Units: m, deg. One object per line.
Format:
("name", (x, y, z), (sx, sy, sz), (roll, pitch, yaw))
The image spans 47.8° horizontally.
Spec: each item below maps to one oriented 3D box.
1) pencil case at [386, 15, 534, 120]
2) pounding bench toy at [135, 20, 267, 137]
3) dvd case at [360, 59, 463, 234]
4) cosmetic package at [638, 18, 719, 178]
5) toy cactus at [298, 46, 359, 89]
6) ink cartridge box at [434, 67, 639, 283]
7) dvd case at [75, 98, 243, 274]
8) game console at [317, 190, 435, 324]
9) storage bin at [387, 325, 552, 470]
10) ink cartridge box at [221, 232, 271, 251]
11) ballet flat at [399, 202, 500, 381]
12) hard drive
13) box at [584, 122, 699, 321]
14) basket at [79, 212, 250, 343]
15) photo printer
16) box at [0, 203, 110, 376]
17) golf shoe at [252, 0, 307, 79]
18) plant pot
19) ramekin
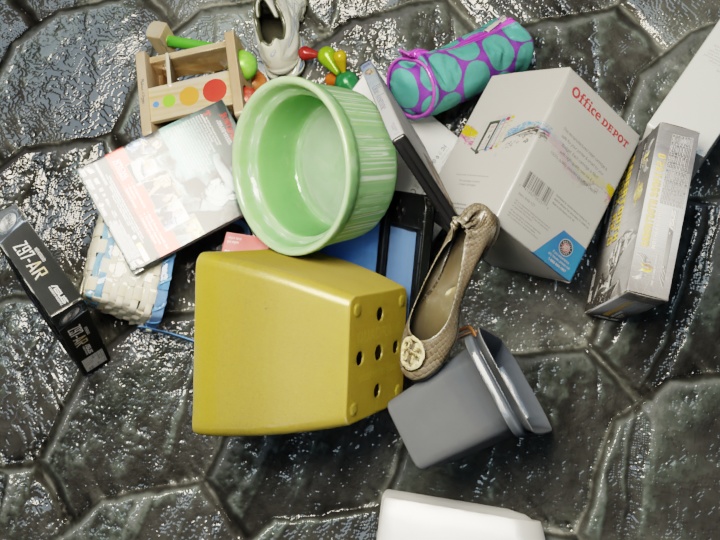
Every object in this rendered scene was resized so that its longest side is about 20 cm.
("pencil case", (0.129, -0.262, 1.040), (0.200, 0.093, 0.085), (-30, 44, -32))
("pounding bench toy", (-0.211, -0.266, 1.124), (0.155, 0.124, 0.201), (-12, 74, 7))
("dvd case", (0.057, -0.144, 0.925), (0.018, 0.143, 0.200), (-31, 36, 11))
("cosmetic package", (0.430, -0.215, 1.003), (0.081, 0.113, 0.200), (33, 85, 16))
("toy cactus", (-0.018, -0.218, 1.102), (0.164, 0.102, 0.201), (-1, 67, 0))
("ink cartridge box", (0.202, -0.115, 0.973), (0.145, 0.147, 0.200), (15, 74, 58))
("dvd case", (-0.224, -0.105, 1.002), (0.200, 0.022, 0.146), (-30, 90, -12))
("game console", (0.000, 0.000, 0.994), (0.116, 0.176, 0.201), (2, 98, -19))
("storage bin", (0.117, 0.150, 0.928), (0.134, 0.200, 0.146), (-30, 72, 11))
("ink cartridge box", (-0.143, 0.066, 1.027), (0.067, 0.116, 0.201), (8, 77, 18))
("ballet flat", (0.086, 0.021, 0.856), (0.067, 0.046, 0.201), (29, 95, 42))
("hard drive", (0.051, -0.149, 1.053), (0.200, 0.026, 0.132), (38, 83, -9))
("box", (0.326, -0.049, 0.951), (0.048, 0.158, 0.201), (15, 79, 3))
("basket", (-0.254, -0.004, 1.067), (0.199, 0.139, 0.177), (15, 75, -15))
("photo printer", (0.113, 0.351, 0.933), (0.199, 0.069, 0.167), (7, 77, 12))
("box", (-0.395, 0.031, 1.039), (0.043, 0.200, 0.160), (-34, 70, -21))
("golf shoe", (-0.119, -0.375, 1.151), (0.078, 0.097, 0.201), (-13, 72, 9))
("plant pot", (-0.055, 0.083, 0.918), (0.176, 0.200, 0.201), (6, 96, 29))
("ramekin", (-0.051, -0.122, 0.946), (0.200, 0.097, 0.201), (9, 104, 42))
